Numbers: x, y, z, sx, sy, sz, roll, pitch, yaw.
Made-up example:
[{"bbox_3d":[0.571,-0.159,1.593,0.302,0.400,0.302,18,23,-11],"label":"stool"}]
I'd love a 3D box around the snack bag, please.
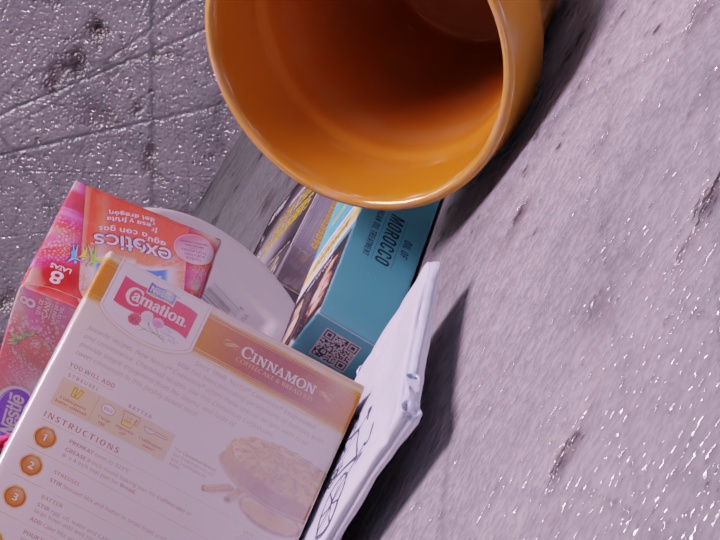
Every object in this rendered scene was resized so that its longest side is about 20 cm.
[{"bbox_3d":[-0.008,0.105,1.198,0.201,0.021,0.189,-60,6,24],"label":"snack bag"}]

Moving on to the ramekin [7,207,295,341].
[{"bbox_3d":[-0.125,0.054,1.519,0.098,0.200,0.201,-45,15,32],"label":"ramekin"}]

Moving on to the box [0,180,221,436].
[{"bbox_3d":[-0.162,0.063,1.343,0.103,0.094,0.201,-70,3,-48],"label":"box"}]

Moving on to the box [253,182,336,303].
[{"bbox_3d":[-0.049,-0.009,1.767,0.159,0.048,0.200,-64,9,-28],"label":"box"}]

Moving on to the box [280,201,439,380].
[{"bbox_3d":[0.000,0.000,1.437,0.082,0.049,0.201,-53,10,39],"label":"box"}]

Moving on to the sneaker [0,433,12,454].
[{"bbox_3d":[-0.178,0.153,1.284,0.075,0.081,0.201,-32,-21,-38],"label":"sneaker"}]

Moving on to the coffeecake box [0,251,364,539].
[{"bbox_3d":[-0.109,0.117,1.164,0.201,0.153,0.073,-65,7,-28],"label":"coffeecake box"}]

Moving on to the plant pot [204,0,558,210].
[{"bbox_3d":[0.036,-0.164,1.386,0.200,0.200,0.183,-53,-6,37],"label":"plant pot"}]
